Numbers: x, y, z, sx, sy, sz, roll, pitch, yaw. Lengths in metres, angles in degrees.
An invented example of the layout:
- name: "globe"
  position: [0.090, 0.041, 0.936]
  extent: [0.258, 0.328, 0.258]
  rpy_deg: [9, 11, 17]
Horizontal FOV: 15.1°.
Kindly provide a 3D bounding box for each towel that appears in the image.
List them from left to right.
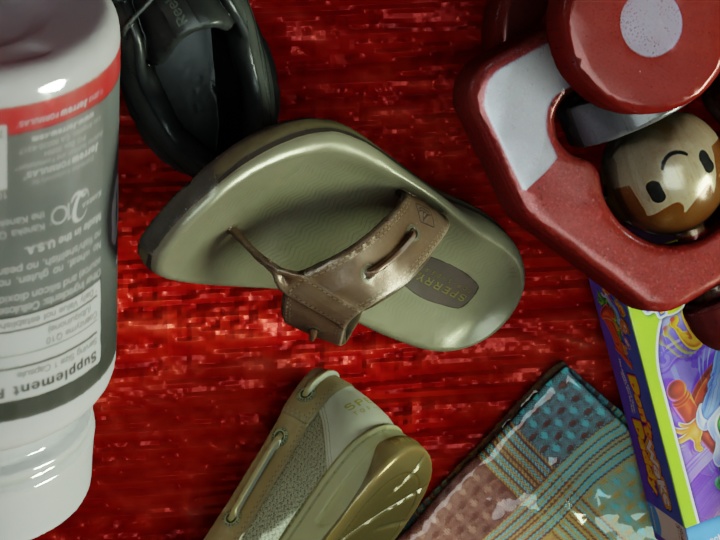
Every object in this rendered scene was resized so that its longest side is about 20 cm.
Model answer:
- name: "towel"
  position: [0.105, 0.151, 1.156]
  extent: [0.200, 0.022, 0.147]
  rpy_deg: [42, 92, -19]

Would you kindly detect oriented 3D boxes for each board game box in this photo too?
- name: "board game box"
  position: [0.203, 0.023, 1.119]
  extent: [0.200, 0.045, 0.135]
  rpy_deg: [-19, 105, -11]

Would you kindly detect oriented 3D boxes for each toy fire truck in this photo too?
- name: "toy fire truck"
  position: [0.146, -0.063, 1.037]
  extent: [0.200, 0.112, 0.168]
  rpy_deg: [-29, 98, -12]

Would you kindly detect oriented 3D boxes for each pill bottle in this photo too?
- name: "pill bottle"
  position: [-0.145, -0.006, 0.992]
  extent: [0.114, 0.114, 0.200]
  rpy_deg: [-3, 122, -12]

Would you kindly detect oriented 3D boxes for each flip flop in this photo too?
- name: "flip flop"
  position: [0.000, 0.000, 1.029]
  extent: [0.081, 0.058, 0.200]
  rpy_deg: [-45, 142, 18]

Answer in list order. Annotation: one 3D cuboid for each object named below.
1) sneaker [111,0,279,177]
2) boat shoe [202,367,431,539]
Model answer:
- name: "sneaker"
  position: [-0.077, -0.120, 1.005]
  extent: [0.076, 0.091, 0.200]
  rpy_deg: [-28, 108, -1]
- name: "boat shoe"
  position: [-0.055, 0.133, 1.099]
  extent: [0.201, 0.063, 0.073]
  rpy_deg: [-53, 154, 9]
